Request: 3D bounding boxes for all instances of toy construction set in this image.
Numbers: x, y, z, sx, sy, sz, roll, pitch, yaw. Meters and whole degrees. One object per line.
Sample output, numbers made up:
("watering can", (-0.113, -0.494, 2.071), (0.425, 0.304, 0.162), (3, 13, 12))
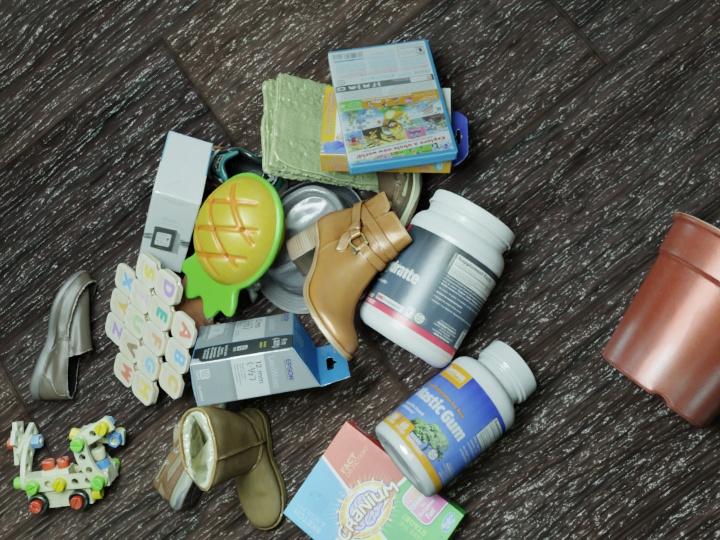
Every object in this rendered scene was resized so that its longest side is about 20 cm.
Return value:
("toy construction set", (-0.429, 0.273, 1.239), (0.197, 0.092, 0.133), (-3, 103, 21))

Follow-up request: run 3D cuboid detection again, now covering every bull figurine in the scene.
("bull figurine", (-0.223, 0.051, 1.235), (0.120, 0.065, 0.202), (29, 105, -1))

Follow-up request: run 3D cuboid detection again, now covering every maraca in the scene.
("maraca", (-0.171, -0.033, 1.146), (0.137, 0.106, 0.201), (41, 108, 31))

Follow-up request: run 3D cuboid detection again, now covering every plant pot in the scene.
("plant pot", (0.406, 0.068, 1.038), (0.200, 0.200, 0.196), (37, 98, 17))

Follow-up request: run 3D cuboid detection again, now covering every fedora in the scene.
("fedora", (-0.080, -0.043, 1.217), (0.200, 0.090, 0.177), (-41, 73, 3))

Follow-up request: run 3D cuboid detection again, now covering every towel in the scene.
("towel", (-0.046, -0.191, 1.219), (0.197, 0.036, 0.151), (7, 77, -22))

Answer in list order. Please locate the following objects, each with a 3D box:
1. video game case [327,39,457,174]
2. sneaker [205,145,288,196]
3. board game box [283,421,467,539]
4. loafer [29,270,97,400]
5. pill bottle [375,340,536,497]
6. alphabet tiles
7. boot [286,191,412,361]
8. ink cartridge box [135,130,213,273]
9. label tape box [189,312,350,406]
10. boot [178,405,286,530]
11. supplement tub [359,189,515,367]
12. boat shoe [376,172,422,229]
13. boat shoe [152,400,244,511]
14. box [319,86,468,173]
("video game case", (0.039, -0.221, 1.145), (0.141, 0.018, 0.202), (-8, 59, -4))
("sneaker", (-0.207, -0.155, 1.274), (0.197, 0.080, 0.072), (11, 82, 15))
("board game box", (0.018, 0.323, 1.149), (0.199, 0.040, 0.154), (35, 89, 17))
("loafer", (-0.427, 0.101, 1.291), (0.070, 0.073, 0.203), (16, 88, 5))
("pill bottle", (0.126, 0.182, 1.101), (0.199, 0.112, 0.112), (-38, 73, -13))
("alphabet tiles", (-0.300, 0.083, 1.211), (0.195, 0.014, 0.202), (33, 115, 34))
("boot", (0.000, 0.000, 1.093), (0.153, 0.074, 0.202), (-27, 63, 6))
("ink cartridge box", (-0.267, -0.083, 1.231), (0.066, 0.201, 0.117), (14, 51, -13))
("label tape box", (-0.118, 0.109, 1.146), (0.197, 0.143, 0.067), (-11, 106, -2))
("boot", (-0.166, 0.262, 1.119), (0.065, 0.200, 0.178), (-17, 80, 10))
("supplement tub", (0.102, 0.011, 1.137), (0.139, 0.140, 0.202), (30, 87, 17))
("boat shoe", (0.044, -0.133, 1.192), (0.074, 0.074, 0.205), (29, 63, -22))
("boat shoe", (-0.230, 0.234, 1.210), (0.071, 0.076, 0.202), (26, 85, 19))
("box", (0.046, -0.190, 1.158), (0.197, 0.042, 0.121), (0, 59, 4))
